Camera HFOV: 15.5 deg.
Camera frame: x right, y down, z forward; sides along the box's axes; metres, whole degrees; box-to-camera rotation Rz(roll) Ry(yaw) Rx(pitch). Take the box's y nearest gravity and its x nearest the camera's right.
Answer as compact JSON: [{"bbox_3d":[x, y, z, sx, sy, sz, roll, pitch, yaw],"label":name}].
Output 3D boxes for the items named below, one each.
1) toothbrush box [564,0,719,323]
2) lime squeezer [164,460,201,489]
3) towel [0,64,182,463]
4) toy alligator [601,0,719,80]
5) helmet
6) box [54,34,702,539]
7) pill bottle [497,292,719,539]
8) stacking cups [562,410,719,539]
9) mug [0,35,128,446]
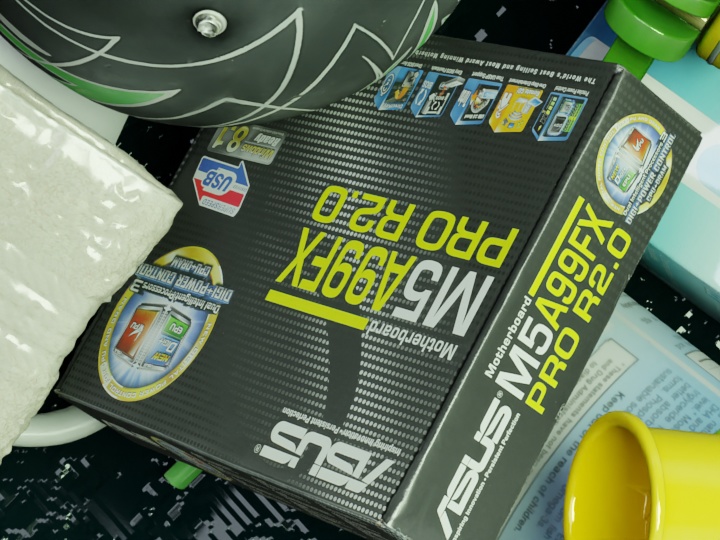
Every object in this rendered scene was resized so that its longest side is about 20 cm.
[{"bbox_3d":[0.174,-0.037,0.908,0.200,0.085,0.147,38,89,16],"label":"toothbrush box"},{"bbox_3d":[-0.020,-0.012,0.976,0.070,0.038,0.201,12,83,16],"label":"lime squeezer"},{"bbox_3d":[-0.176,-0.026,0.872,0.200,0.034,0.133,34,97,-9],"label":"towel"},{"bbox_3d":[0.124,-0.129,0.833,0.059,0.054,0.200,33,103,3],"label":"toy alligator"},{"bbox_3d":[-0.050,-0.139,0.847,0.200,0.200,0.191,-40,99,4],"label":"helmet"},{"bbox_3d":[0.000,0.000,0.871,0.200,0.044,0.161,16,74,53],"label":"box"},{"bbox_3d":[0.105,0.089,0.889,0.200,0.109,0.109,39,90,17],"label":"pill bottle"},{"bbox_3d":[0.163,0.076,0.809,0.199,0.060,0.061,4,78,-22],"label":"stacking cups"},{"bbox_3d":[-0.159,-0.012,0.968,0.200,0.148,0.176,25,92,-13],"label":"mug"}]
